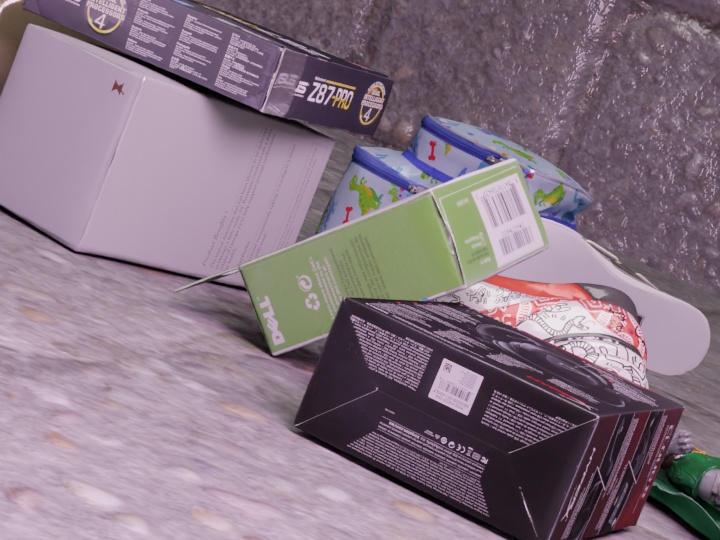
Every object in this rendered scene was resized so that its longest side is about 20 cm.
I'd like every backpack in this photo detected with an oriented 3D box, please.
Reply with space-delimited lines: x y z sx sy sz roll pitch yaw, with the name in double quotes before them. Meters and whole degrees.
"backpack" 0.080 -0.040 1.915 0.199 0.148 0.183 22 4 23

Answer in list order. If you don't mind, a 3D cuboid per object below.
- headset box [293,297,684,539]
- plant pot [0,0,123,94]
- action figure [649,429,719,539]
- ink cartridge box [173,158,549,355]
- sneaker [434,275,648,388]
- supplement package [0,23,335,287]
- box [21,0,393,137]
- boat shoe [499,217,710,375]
"headset box" 0.075 0.077 1.267 0.148 0.078 0.200 25 6 19
"plant pot" -0.270 -0.166 1.701 0.199 0.201 0.135 23 42 9
"action figure" 0.208 0.127 1.435 0.117 0.055 0.200 15 6 -32
"ink cartridge box" 0.000 0.000 1.409 0.199 0.060 0.104 -21 1 35
"sneaker" 0.079 0.056 1.471 0.199 0.068 0.108 3 37 -5
"supplement package" -0.134 -0.071 1.567 0.117 0.118 0.199 28 8 37
"box" -0.099 -0.147 1.574 0.199 0.049 0.161 25 9 26
"boat shoe" 0.151 0.015 1.664 0.199 0.071 0.064 29 5 -27
